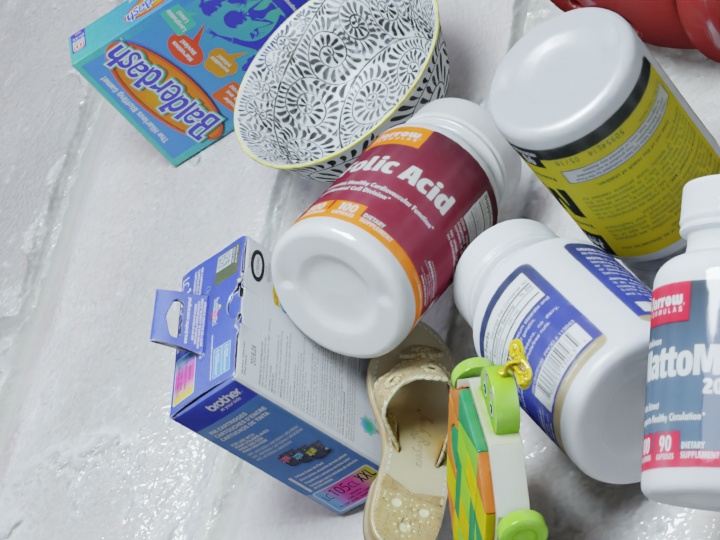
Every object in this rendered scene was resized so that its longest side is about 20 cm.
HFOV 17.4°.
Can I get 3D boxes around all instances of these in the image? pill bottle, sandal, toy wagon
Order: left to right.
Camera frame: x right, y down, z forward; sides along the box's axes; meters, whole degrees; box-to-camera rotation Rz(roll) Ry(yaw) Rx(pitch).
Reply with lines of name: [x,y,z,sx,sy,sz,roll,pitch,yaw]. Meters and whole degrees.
pill bottle: [0.032,-0.036,1.709,0.114,0.114,0.200,-6,29,38]
sandal: [0.047,0.104,1.665,0.070,0.078,0.212,121,162,-49]
toy wagon: [0.087,0.128,1.548,0.040,0.200,0.155,-7,42,-7]
pill bottle: [0.147,0.047,1.614,0.120,0.120,0.200,-43,38,1]
pill bottle: [0.184,-0.078,1.629,0.114,0.200,0.114,-23,43,24]
pill bottle: [0.239,0.047,1.467,0.120,0.120,0.200,-5,75,39]

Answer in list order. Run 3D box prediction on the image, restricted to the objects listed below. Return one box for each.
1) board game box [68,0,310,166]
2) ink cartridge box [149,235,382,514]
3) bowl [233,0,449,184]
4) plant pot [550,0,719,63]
board game box: [-0.129,-0.196,2.050,0.200,0.152,0.045,-31,41,17]
ink cartridge box: [-0.061,0.070,1.705,0.076,0.200,0.137,-32,38,33]
bowl: [0.003,-0.139,1.928,0.201,0.094,0.201,-23,44,24]
plant pot: [0.250,-0.253,1.738,0.200,0.200,0.182,-50,47,-7]
